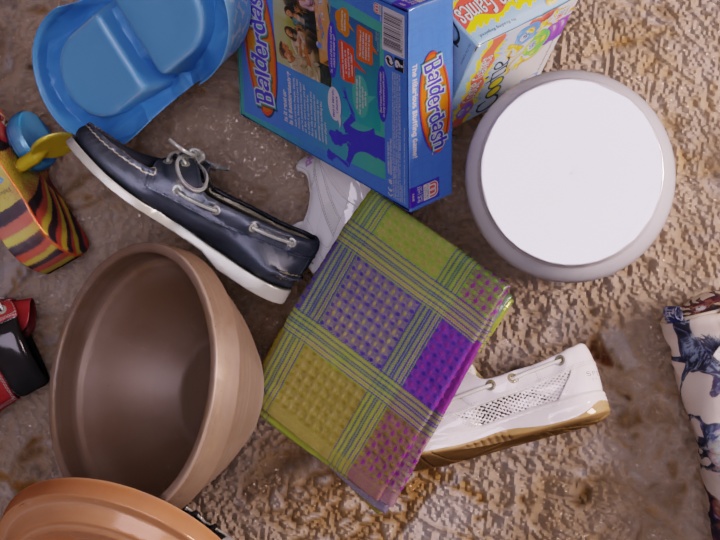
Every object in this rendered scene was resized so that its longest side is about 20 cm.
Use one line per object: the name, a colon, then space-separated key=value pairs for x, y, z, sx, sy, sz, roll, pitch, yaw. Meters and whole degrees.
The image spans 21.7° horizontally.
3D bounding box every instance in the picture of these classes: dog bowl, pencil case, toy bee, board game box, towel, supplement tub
dog bowl: x=-0.158 y=-0.172 z=1.383 sx=0.199 sy=0.049 sz=0.112 roll=-32 pitch=91 yaw=38
pencil case: x=0.277 y=0.114 z=1.368 sx=0.077 sy=0.089 sz=0.202 roll=-14 pitch=90 yaw=4
toy bee: x=-0.286 y=-0.084 z=1.406 sx=0.200 sy=0.109 sz=0.131 roll=43 pitch=110 yaw=7
board game box: x=0.044 y=-0.216 z=1.341 sx=0.102 sy=0.105 sz=0.201 roll=-28 pitch=69 yaw=-30
board game box: x=-0.015 y=-0.150 z=1.328 sx=0.199 sy=0.045 sz=0.153 roll=32 pitch=134 yaw=41
towel: x=0.011 y=0.059 z=1.357 sx=0.143 sy=0.023 sz=0.201 roll=35 pitch=107 yaw=21
supplement tub: x=0.147 y=-0.064 z=1.324 sx=0.143 sy=0.200 sz=0.147 roll=0 pitch=89 yaw=5

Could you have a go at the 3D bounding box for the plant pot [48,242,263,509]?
plant pot: x=-0.137 y=0.087 z=1.383 sx=0.200 sy=0.092 sz=0.203 roll=-14 pitch=71 yaw=43

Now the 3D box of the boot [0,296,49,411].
boot: x=-0.332 y=0.031 z=1.433 sx=0.144 sy=0.072 sz=0.201 roll=-37 pitch=95 yaw=3

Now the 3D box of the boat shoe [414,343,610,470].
boat shoe: x=0.083 y=0.101 z=1.399 sx=0.198 sy=0.071 sz=0.070 roll=-15 pitch=76 yaw=6

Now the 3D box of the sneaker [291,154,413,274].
sneaker: x=0.000 y=0.000 z=1.412 sx=0.099 sy=0.075 sz=0.202 roll=-9 pitch=88 yaw=22

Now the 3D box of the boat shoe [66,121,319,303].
boat shoe: x=-0.122 y=-0.054 z=1.372 sx=0.199 sy=0.075 sz=0.062 roll=35 pitch=100 yaw=1

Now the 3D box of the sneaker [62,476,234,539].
sneaker: x=-0.146 y=0.200 z=1.413 sx=0.198 sy=0.074 sz=0.081 roll=12 pitch=89 yaw=5

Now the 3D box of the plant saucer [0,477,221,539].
plant saucer: x=-0.172 y=0.227 z=1.357 sx=0.198 sy=0.201 sz=0.032 roll=18 pitch=47 yaw=5
